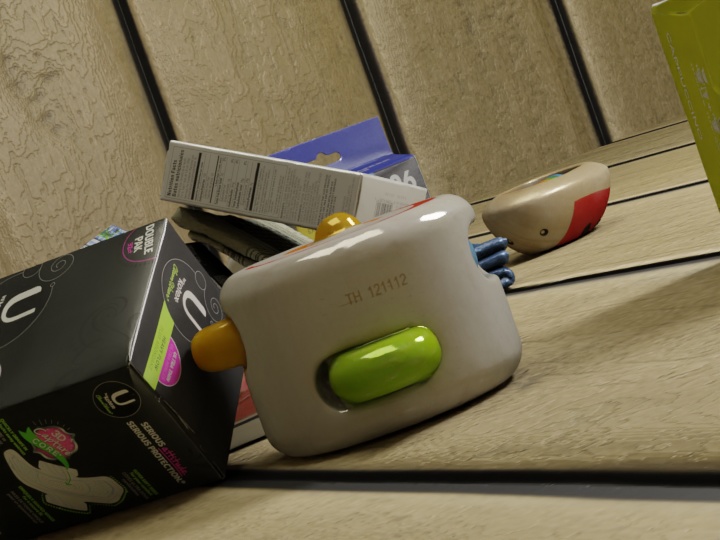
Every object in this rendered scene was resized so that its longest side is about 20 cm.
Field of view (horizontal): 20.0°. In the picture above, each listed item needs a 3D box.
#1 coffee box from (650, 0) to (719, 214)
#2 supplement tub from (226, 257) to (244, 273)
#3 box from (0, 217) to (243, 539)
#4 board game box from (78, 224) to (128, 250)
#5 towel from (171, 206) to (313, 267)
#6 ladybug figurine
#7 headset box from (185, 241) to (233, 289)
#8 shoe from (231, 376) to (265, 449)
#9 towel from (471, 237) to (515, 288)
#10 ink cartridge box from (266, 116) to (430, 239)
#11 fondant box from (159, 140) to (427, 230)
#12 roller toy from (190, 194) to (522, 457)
[{"bbox_3d":[0.346,-0.138,1.460,0.196,0.202,0.200,-21,4,-5],"label":"coffee box"},{"bbox_3d":[-0.040,0.001,2.250,0.199,0.124,0.122,-22,4,-38],"label":"supplement tub"},{"bbox_3d":[-0.196,0.080,1.428,0.198,0.125,0.149,-18,38,23],"label":"box"},{"bbox_3d":[-0.271,0.089,1.961,0.061,0.202,0.200,18,31,16],"label":"board game box"},{"bbox_3d":[-0.056,0.000,1.889,0.199,0.035,0.192,30,11,29],"label":"towel"},{"bbox_3d":[0.211,-0.067,2.247,0.135,0.073,0.200,-17,5,34],"label":"ladybug figurine"},{"bbox_3d":[-0.204,0.075,1.823,0.200,0.075,0.149,-50,-10,14],"label":"headset box"},{"bbox_3d":[-0.126,0.095,1.522,0.198,0.092,0.071,-21,3,-17],"label":"shoe"},{"bbox_3d":[0.085,0.007,2.041,0.111,0.049,0.200,-22,4,-8],"label":"towel"},{"bbox_3d":[-0.002,-0.050,2.164,0.197,0.202,0.047,-23,4,-40],"label":"ink cartridge box"},{"bbox_3d":[-0.059,-0.069,1.844,0.198,0.059,0.144,12,2,26],"label":"fondant box"},{"bbox_3d":[0.003,0.030,1.357,0.182,0.141,0.199,-23,3,-42],"label":"roller toy"}]
